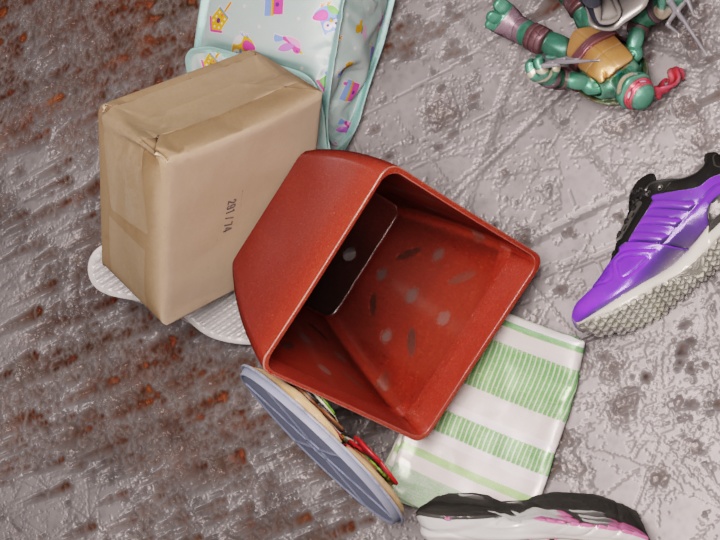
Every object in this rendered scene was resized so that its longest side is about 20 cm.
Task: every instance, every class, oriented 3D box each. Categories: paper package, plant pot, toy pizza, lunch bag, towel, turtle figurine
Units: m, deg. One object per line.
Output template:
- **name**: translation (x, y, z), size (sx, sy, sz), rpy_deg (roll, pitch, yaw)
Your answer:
- **paper package**: translation (-0.139, -0.080, 1.262), size (0.103, 0.191, 0.200), rpy_deg (39, 140, 31)
- **plant pot**: translation (0.000, 0.000, 1.223), size (0.200, 0.200, 0.176), rpy_deg (-57, 37, 6)
- **toy pizza**: translation (-0.029, 0.149, 1.218), size (0.200, 0.200, 0.032), rpy_deg (39, 77, 26)
- **lunch bag**: translation (-0.075, -0.214, 1.344), size (0.170, 0.122, 0.200), rpy_deg (17, 96, 25)
- **towel**: translation (0.110, 0.135, 1.245), size (0.152, 0.023, 0.200), rpy_deg (19, 89, 26)
- **turtle figurine**: translation (0.208, -0.199, 1.217), size (0.150, 0.101, 0.200), rpy_deg (-32, 50, -12)

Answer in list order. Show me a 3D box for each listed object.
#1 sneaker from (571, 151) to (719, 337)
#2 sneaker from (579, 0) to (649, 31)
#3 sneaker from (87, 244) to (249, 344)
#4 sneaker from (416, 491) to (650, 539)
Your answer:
- **sneaker**: translation (0.256, -0.027, 1.187), size (0.200, 0.070, 0.100), rpy_deg (-38, 60, 10)
- **sneaker**: translation (0.168, -0.268, 1.179), size (0.202, 0.077, 0.146), rpy_deg (-4, 43, 15)
- **sneaker**: translation (-0.169, 0.015, 1.374), size (0.200, 0.079, 0.079), rpy_deg (21, 96, 2)
- **sneaker**: translation (0.150, 0.243, 1.179), size (0.200, 0.080, 0.086), rpy_deg (1, 101, 15)
